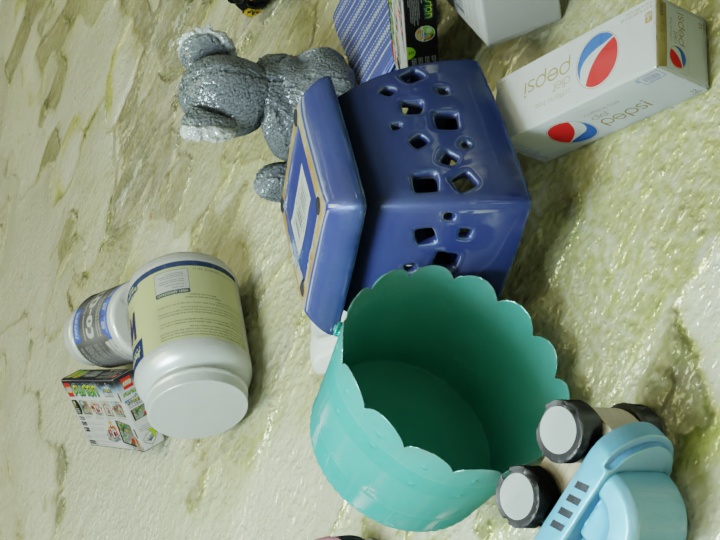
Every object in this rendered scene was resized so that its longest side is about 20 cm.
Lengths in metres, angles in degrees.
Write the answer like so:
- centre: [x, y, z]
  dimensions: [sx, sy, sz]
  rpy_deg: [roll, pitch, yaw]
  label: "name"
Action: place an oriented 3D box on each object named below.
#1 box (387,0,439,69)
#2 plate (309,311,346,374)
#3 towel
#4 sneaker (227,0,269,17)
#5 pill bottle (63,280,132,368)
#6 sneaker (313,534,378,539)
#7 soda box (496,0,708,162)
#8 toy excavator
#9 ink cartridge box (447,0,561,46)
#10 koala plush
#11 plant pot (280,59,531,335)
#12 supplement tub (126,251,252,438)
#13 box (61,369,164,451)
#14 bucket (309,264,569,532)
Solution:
- centre: [0.053, -0.261, 1.273]
  dimensions: [0.200, 0.035, 0.110]
  rpy_deg: [82, 177, -53]
  label: "box"
- centre: [0.000, 0.000, 1.359]
  dimensions: [0.199, 0.032, 0.201]
  rpy_deg: [-23, 58, 53]
  label: "plate"
- centre: [0.025, -0.302, 1.463]
  dimensions: [0.145, 0.024, 0.200]
  rpy_deg: [-56, 34, 31]
  label: "towel"
- centre: [-0.137, -0.392, 1.720]
  dimensions: [0.200, 0.070, 0.090]
  rpy_deg: [40, 126, 56]
  label: "sneaker"
- centre: [-0.350, 0.081, 1.797]
  dimensions: [0.200, 0.113, 0.114]
  rpy_deg: [-17, 63, 54]
  label: "pill bottle"
- centre: [0.002, 0.330, 1.166]
  dimensions: [0.070, 0.082, 0.200]
  rpy_deg: [-61, 34, 20]
  label: "sneaker"
- centre: [0.204, -0.161, 1.076]
  dimensions: [0.200, 0.063, 0.068]
  rpy_deg: [-22, 59, 52]
  label: "soda box"
- centre: [0.191, 0.219, 0.917]
  dimensions: [0.200, 0.100, 0.195]
  rpy_deg: [48, 119, 44]
  label: "toy excavator"
- centre: [0.111, -0.334, 1.211]
  dimensions: [0.200, 0.084, 0.145]
  rpy_deg: [-120, 11, -49]
  label: "ink cartridge box"
- centre: [-0.125, -0.202, 1.467]
  dimensions: [0.184, 0.199, 0.178]
  rpy_deg: [-37, 47, 52]
  label: "koala plush"
- centre: [0.029, -0.061, 1.142]
  dimensions: [0.200, 0.179, 0.201]
  rpy_deg: [104, 158, -47]
  label: "plant pot"
- centre: [-0.213, 0.093, 1.546]
  dimensions: [0.145, 0.145, 0.201]
  rpy_deg: [-49, 40, 35]
  label: "supplement tub"
- centre: [-0.355, 0.197, 1.763]
  dimensions: [0.200, 0.035, 0.110]
  rpy_deg: [-6, 108, 56]
  label: "box"
- centre: [0.059, 0.113, 1.056]
  dimensions: [0.135, 0.206, 0.208]
  rpy_deg: [120, 148, -47]
  label: "bucket"
